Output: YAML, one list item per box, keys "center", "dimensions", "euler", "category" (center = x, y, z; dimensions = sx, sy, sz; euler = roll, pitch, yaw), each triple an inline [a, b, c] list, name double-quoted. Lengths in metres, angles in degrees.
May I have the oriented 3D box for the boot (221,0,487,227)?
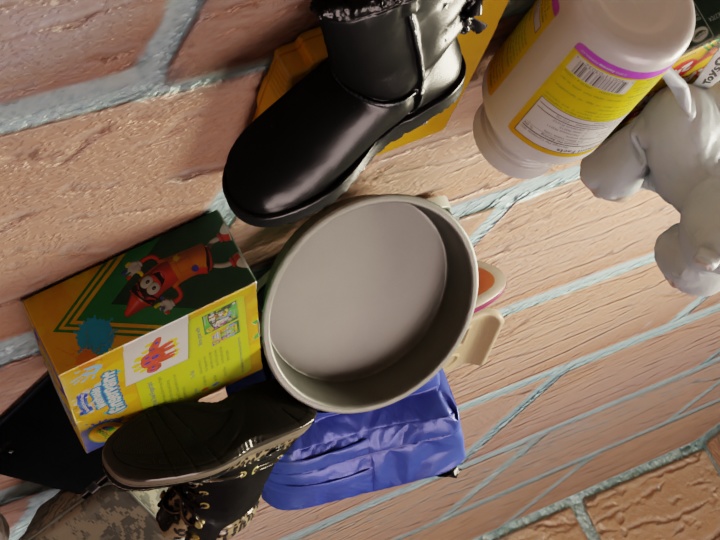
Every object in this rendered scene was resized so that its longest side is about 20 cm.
- center: [-0.008, -0.126, 1.231]
  dimensions: [0.198, 0.073, 0.163]
  euler: [-34, 158, -13]
  category: "boot"

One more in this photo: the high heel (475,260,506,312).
- center: [0.043, 0.043, 1.947]
  dimensions: [0.198, 0.068, 0.096]
  euler: [-10, 152, -10]
  category: "high heel"

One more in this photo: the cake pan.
- center: [0.003, 0.023, 1.670]
  dimensions: [0.199, 0.037, 0.202]
  euler: [-12, 120, -22]
  category: "cake pan"

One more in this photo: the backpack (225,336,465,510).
- center: [-0.025, 0.109, 1.817]
  dimensions: [0.198, 0.163, 0.168]
  euler: [-17, 140, -4]
  category: "backpack"

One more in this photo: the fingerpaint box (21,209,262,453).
- center: [-0.167, 0.051, 1.579]
  dimensions: [0.166, 0.074, 0.200]
  euler: [-26, 161, -10]
  category: "fingerpaint box"

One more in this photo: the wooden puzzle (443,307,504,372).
- center: [0.048, 0.095, 2.184]
  dimensions: [0.199, 0.047, 0.185]
  euler: [-20, 163, -11]
  category: "wooden puzzle"

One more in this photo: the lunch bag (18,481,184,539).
- center: [-0.220, 0.235, 1.985]
  dimensions: [0.200, 0.139, 0.168]
  euler: [-38, -165, 35]
  category: "lunch bag"

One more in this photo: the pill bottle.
- center: [0.153, -0.146, 1.454]
  dimensions: [0.104, 0.105, 0.200]
  euler: [-19, 163, -30]
  category: "pill bottle"

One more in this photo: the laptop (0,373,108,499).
- center: [-0.228, 0.110, 1.801]
  dimensions: [0.187, 0.116, 0.200]
  euler: [-39, -170, 38]
  category: "laptop"

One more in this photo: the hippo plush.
- center: [0.295, -0.072, 1.639]
  dimensions: [0.158, 0.162, 0.200]
  euler: [-19, 163, -29]
  category: "hippo plush"

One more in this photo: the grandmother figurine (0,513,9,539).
- center: [-0.434, 0.294, 1.957]
  dimensions: [0.199, 0.061, 0.121]
  euler: [-28, -167, -14]
  category: "grandmother figurine"

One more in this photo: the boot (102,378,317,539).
- center: [-0.140, 0.173, 1.675]
  dimensions: [0.199, 0.073, 0.151]
  euler: [-19, 149, -38]
  category: "boot"

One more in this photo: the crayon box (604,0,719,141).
- center: [0.245, -0.161, 1.672]
  dimensions: [0.126, 0.051, 0.200]
  euler: [-27, 165, -7]
  category: "crayon box"

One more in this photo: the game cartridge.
- center: [0.004, -0.128, 1.396]
  dimensions: [0.175, 0.033, 0.200]
  euler: [-22, 161, -22]
  category: "game cartridge"

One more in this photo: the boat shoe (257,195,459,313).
- center: [0.000, 0.000, 1.740]
  dimensions: [0.199, 0.062, 0.075]
  euler: [-23, 166, -18]
  category: "boat shoe"
